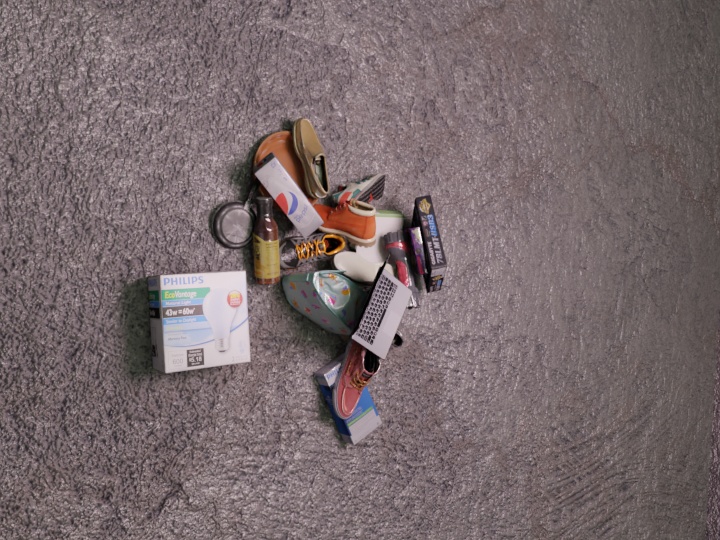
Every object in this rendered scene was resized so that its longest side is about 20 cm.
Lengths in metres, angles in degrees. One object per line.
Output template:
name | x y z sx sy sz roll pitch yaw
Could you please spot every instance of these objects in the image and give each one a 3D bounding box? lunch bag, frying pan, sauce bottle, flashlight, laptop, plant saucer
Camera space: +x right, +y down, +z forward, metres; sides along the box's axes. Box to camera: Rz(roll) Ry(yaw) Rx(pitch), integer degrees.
lunch bag | -0.082 0.064 1.497 0.199 0.169 0.124 40 68 -27
frying pan | -0.268 -0.130 1.456 0.189 0.031 0.116 -42 116 -13
sauce bottle | -0.224 -0.071 1.451 0.065 0.066 0.205 -10 106 -32
flashlight | 0.105 0.000 1.604 0.067 0.067 0.206 6 75 -54
laptop | 0.061 0.089 1.431 0.199 0.115 0.190 37 70 -34
plant saucer | -0.181 -0.243 1.535 0.196 0.037 0.206 3 84 -33

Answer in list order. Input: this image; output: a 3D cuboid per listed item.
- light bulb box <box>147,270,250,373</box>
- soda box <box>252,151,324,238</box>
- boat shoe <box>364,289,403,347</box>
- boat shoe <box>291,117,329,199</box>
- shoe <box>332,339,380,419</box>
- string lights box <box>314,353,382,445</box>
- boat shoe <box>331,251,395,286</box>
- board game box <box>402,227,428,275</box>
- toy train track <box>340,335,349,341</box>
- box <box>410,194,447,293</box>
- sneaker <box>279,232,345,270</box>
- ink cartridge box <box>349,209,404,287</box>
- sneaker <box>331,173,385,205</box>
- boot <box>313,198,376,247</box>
light bulb box | -0.354 0.106 1.346 0.194 0.124 0.206 -4 90 -32
soda box | -0.171 -0.178 1.456 0.063 0.068 0.201 -36 116 1
boat shoe | 0.061 0.129 1.617 0.073 0.062 0.202 -43 128 -17
boat shoe | -0.112 -0.283 1.516 0.071 0.076 0.205 -20 97 -31
shoe | -0.009 0.265 1.509 0.070 0.090 0.205 22 74 -29
string lights box | -0.030 0.329 1.579 0.102 0.058 0.204 -28 102 -31
boat shoe | 0.000 0.003 1.589 0.198 0.060 0.074 14 66 -37
board game box | 0.146 -0.055 1.648 0.031 0.200 0.123 -8 93 -1
toy train track | 0.018 0.115 1.642 0.199 0.032 0.116 -38 127 -23
box | 0.180 -0.066 1.637 0.048 0.199 0.205 -10 71 -3
sneaker | -0.124 -0.056 1.536 0.197 0.077 0.080 -21 100 -31
ink cartridge box | 0.038 -0.060 1.661 0.143 0.048 0.205 -2 110 -32
sneaker | -0.004 -0.217 1.627 0.200 0.092 0.072 -46 151 -49
boot | -0.046 -0.142 1.527 0.075 0.196 0.109 -49 152 -45
